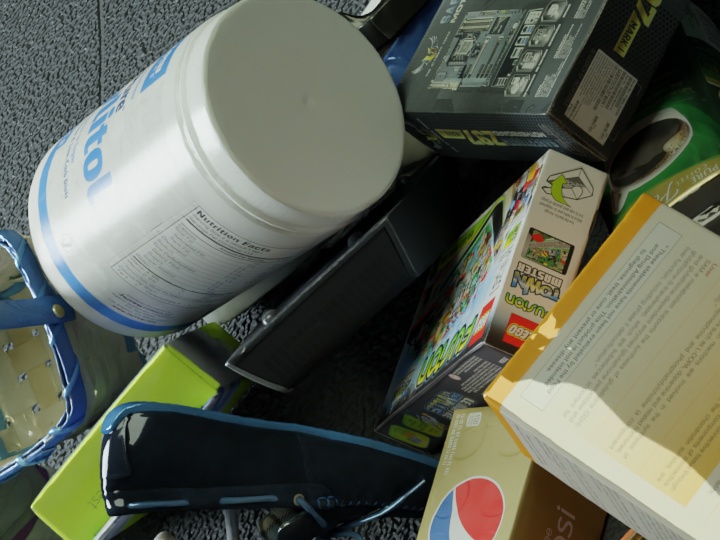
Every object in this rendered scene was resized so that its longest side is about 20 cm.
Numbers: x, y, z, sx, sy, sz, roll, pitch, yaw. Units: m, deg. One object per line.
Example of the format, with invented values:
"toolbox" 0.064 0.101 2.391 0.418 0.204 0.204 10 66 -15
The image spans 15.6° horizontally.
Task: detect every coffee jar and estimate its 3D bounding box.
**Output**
"coffee jar" 0.164 -0.048 1.348 0.104 0.085 0.200 -37 38 17

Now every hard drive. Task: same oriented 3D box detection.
"hard drive" 0.000 0.000 1.457 0.135 0.042 0.200 -42 3 17

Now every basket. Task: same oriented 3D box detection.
"basket" -0.234 0.059 1.495 0.176 0.200 0.139 -29 84 29

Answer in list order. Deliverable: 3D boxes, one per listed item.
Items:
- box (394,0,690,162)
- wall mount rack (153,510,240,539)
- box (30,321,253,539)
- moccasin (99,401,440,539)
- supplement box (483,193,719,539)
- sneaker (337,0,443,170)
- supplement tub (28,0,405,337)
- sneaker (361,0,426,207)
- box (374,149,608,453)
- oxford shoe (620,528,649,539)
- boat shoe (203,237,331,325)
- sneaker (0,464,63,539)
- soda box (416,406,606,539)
"box" 0.112 -0.153 1.376 0.158 0.051 0.200 6 65 58
"wall mount rack" -0.127 0.182 1.432 0.200 0.174 0.075 -25 86 10
"box" -0.119 0.094 1.497 0.122 0.048 0.200 -51 -3 5
"moccasin" -0.041 0.117 1.380 0.080 0.200 0.068 142 136 -75
"supplement box" 0.173 0.072 1.176 0.200 0.074 0.126 35 79 31
"sneaker" 0.072 -0.157 1.491 0.200 0.111 0.077 -35 5 9
"supplement tub" -0.082 -0.053 1.428 0.200 0.132 0.132 -33 39 49
"sneaker" 0.037 -0.119 1.570 0.200 0.074 0.116 -47 37 27
"box" 0.065 0.020 1.370 0.200 0.035 0.110 133 158 -67
"oxford shoe" 0.153 0.152 1.214 0.073 0.071 0.200 10 69 46
"boat shoe" -0.051 -0.034 1.557 0.200 0.065 0.074 -40 4 46
"sneaker" -0.241 0.187 1.572 0.078 0.140 0.200 -28 42 34
"soda box" 0.063 0.169 1.307 0.068 0.064 0.200 -8 56 45
